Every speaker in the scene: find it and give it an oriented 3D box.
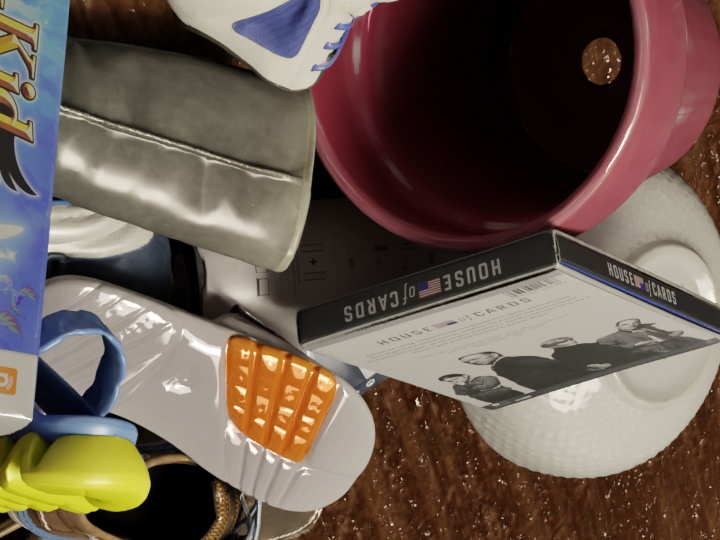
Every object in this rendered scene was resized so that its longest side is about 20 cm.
[{"bbox_3d":[0.000,0.000,1.309,0.199,0.081,0.082,-5,129,-18],"label":"speaker"}]

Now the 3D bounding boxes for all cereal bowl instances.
[{"bbox_3d":[0.148,0.027,1.435,0.199,0.083,0.202,-7,102,-38],"label":"cereal bowl"}]

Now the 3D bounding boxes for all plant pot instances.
[{"bbox_3d":[0.094,-0.109,1.261,0.179,0.200,0.201,-2,127,-58],"label":"plant pot"}]

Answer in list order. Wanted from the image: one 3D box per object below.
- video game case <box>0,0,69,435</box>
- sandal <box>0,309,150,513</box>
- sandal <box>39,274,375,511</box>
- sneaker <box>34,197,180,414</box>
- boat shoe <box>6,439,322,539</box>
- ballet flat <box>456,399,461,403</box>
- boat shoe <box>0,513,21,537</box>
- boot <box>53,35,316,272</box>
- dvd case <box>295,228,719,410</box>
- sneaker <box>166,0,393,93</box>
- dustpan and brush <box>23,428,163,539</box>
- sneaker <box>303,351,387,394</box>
[{"bbox_3d":[-0.217,-0.043,1.021,0.180,0.045,0.201,10,74,-26],"label":"video game case"},{"bbox_3d":[-0.172,0.066,1.130,0.079,0.199,0.088,24,67,-53],"label":"sandal"},{"bbox_3d":[-0.080,0.047,1.225,0.206,0.059,0.079,31,107,-26],"label":"sandal"},{"bbox_3d":[-0.188,0.016,1.214,0.199,0.081,0.147,-27,128,-13],"label":"sneaker"},{"bbox_3d":[-0.089,0.125,1.284,0.199,0.072,0.073,3,101,-41],"label":"boat shoe"},{"bbox_3d":[0.096,0.064,1.502,0.199,0.069,0.063,8,148,-41],"label":"ballet flat"},{"bbox_3d":[-0.226,0.126,1.277,0.199,0.065,0.071,-32,139,-15],"label":"boat shoe"},{"bbox_3d":[-0.120,-0.034,1.155,0.199,0.072,0.183,23,74,-38],"label":"boot"},{"bbox_3d":[0.081,0.029,1.266,0.150,0.025,0.200,-18,159,27],"label":"dvd case"},{"bbox_3d":[-0.011,-0.149,1.170,0.198,0.081,0.115,-4,145,11],"label":"sneaker"},{"bbox_3d":[-0.152,0.146,1.347,0.140,0.057,0.201,131,-18,-70],"label":"dustpan and brush"},{"bbox_3d":[-0.034,0.087,1.403,0.108,0.070,0.201,-23,133,-21],"label":"sneaker"}]
